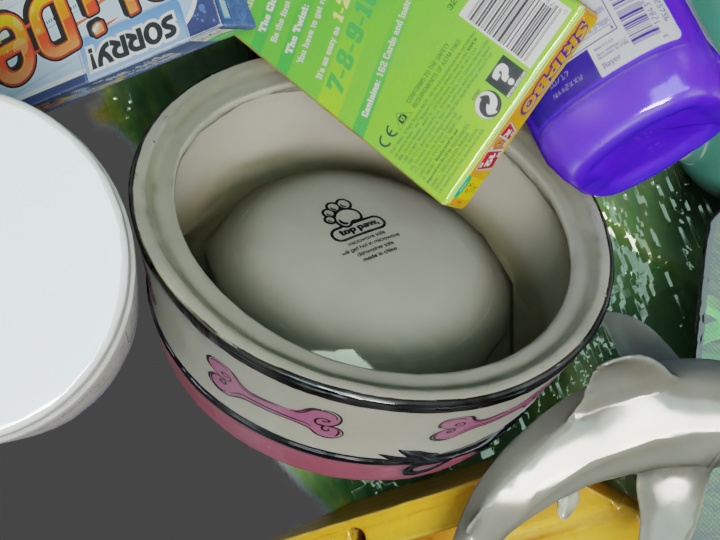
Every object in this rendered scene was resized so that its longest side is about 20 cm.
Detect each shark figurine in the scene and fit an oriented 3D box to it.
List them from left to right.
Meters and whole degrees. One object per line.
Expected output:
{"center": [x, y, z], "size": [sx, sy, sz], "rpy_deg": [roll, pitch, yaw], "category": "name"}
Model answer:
{"center": [0.087, 0.074, 0.643], "size": [0.214, 0.090, 0.128], "rpy_deg": [-31, 61, -11], "category": "shark figurine"}

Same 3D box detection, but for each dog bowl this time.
{"center": [0.000, 0.000, 0.690], "size": [0.199, 0.074, 0.201], "rpy_deg": [8, 46, -8], "category": "dog bowl"}

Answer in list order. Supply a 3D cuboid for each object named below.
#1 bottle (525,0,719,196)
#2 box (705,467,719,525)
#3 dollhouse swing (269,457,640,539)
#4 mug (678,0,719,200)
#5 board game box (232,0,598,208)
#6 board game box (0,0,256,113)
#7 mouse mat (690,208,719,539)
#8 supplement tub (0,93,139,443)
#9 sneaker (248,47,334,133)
{"center": [0.083, -0.132, 0.708], "size": [0.083, 0.065, 0.201], "rpy_deg": [-32, 65, 19], "category": "bottle"}
{"center": [0.226, 0.050, 0.765], "size": [0.199, 0.100, 0.075], "rpy_deg": [-27, 88, -8], "category": "box"}
{"center": [0.031, 0.198, 0.680], "size": [0.181, 0.176, 0.201], "rpy_deg": [-21, 87, 29], "category": "dollhouse swing"}
{"center": [0.186, -0.111, 0.762], "size": [0.114, 0.185, 0.153], "rpy_deg": [-13, 118, -7], "category": "mug"}
{"center": [-0.006, -0.122, 0.692], "size": [0.200, 0.030, 0.096], "rpy_deg": [40, 103, 20], "category": "board game box"}
{"center": [-0.156, -0.134, 0.719], "size": [0.199, 0.034, 0.136], "rpy_deg": [-19, 89, 23], "category": "board game box"}
{"center": [0.237, 0.061, 0.713], "size": [0.199, 0.008, 0.162], "rpy_deg": [7, 85, -6], "category": "mouse mat"}
{"center": [-0.155, 0.005, 0.674], "size": [0.131, 0.200, 0.133], "rpy_deg": [1, 85, -6], "category": "supplement tub"}
{"center": [0.010, -0.168, 0.778], "size": [0.139, 0.078, 0.201], "rpy_deg": [-6, 95, -9], "category": "sneaker"}
